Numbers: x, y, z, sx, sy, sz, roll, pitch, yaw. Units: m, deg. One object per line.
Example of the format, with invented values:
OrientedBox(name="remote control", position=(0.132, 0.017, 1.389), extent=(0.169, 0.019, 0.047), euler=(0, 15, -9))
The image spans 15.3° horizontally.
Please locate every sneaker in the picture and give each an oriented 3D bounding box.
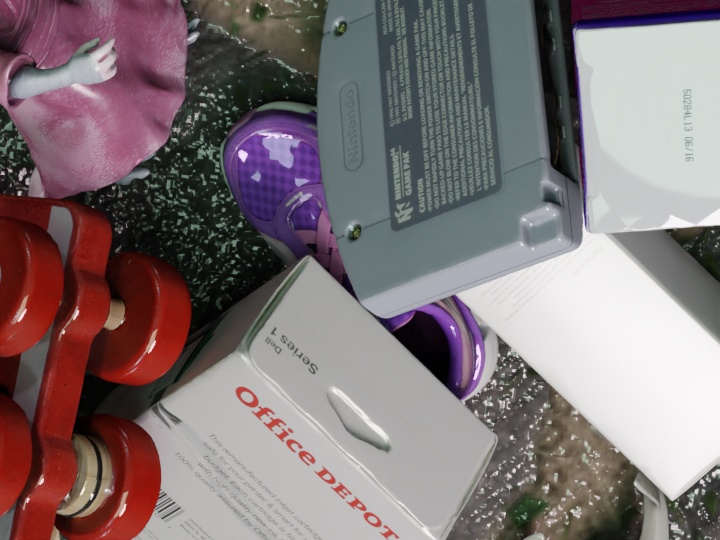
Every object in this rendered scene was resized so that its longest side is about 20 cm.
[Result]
OrientedBox(name="sneaker", position=(0.000, 0.000, 1.409), extent=(0.080, 0.088, 0.200), euler=(-35, 102, 16))

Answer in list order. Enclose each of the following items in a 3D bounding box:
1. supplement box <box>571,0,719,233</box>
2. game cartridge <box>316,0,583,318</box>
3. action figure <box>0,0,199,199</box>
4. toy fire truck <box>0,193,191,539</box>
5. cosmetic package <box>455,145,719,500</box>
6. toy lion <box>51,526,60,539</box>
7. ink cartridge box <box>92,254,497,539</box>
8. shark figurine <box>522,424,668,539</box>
OrientedBox(name="supplement box", position=(0.154, -0.099, 1.303), extent=(0.103, 0.200, 0.101), euler=(-4, 109, 7))
OrientedBox(name="game cartridge", position=(0.040, -0.081, 1.328), extent=(0.133, 0.200, 0.042), euler=(-23, 148, 34))
OrientedBox(name="action figure", position=(-0.176, -0.126, 1.343), extent=(0.149, 0.134, 0.200), euler=(-26, 147, 32))
OrientedBox(name="toy fire truck", position=(-0.187, 0.055, 1.348), extent=(0.168, 0.112, 0.200), euler=(6, 84, 43))
OrientedBox(name="cosmetic package", position=(0.121, 0.010, 1.394), extent=(0.085, 0.108, 0.200), euler=(-42, 100, 16))
OrientedBox(name="toy lion", position=(-0.257, 0.127, 1.415), extent=(0.200, 0.192, 0.069), euler=(-28, 146, -20))
OrientedBox(name="ink cartridge box", position=(-0.047, 0.099, 1.402), extent=(0.146, 0.084, 0.200), euler=(44, 138, -11))
OrientedBox(name="shark figurine", position=(0.120, 0.189, 1.452), extent=(0.128, 0.090, 0.214), euler=(37, 123, -13))
